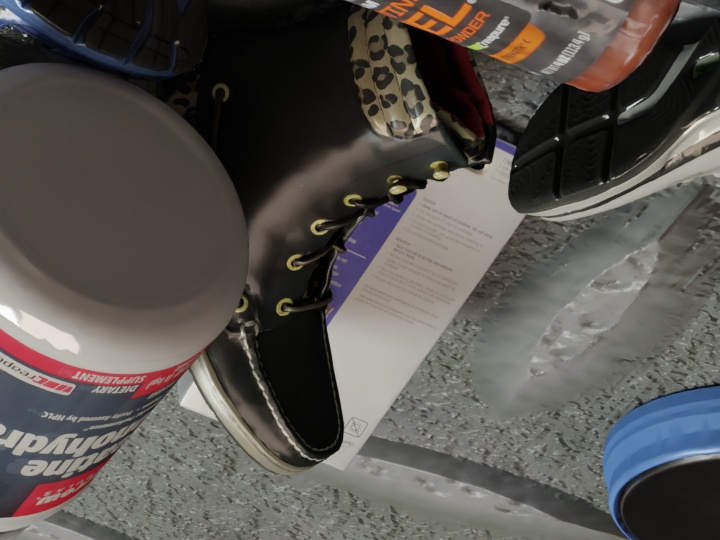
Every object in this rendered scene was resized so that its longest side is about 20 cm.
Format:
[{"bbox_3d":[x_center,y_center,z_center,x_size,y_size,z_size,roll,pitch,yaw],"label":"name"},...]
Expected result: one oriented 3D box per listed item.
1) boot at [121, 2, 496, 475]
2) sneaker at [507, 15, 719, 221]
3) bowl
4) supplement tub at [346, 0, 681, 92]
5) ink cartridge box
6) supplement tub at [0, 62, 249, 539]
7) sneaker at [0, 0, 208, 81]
[{"bbox_3d":[-0.011,-0.018,0.876,0.153,0.205,0.073,-15,-175,31],"label":"boot"},{"bbox_3d":[0.162,-0.049,0.849,0.115,0.076,0.200,33,141,-30],"label":"sneaker"},{"bbox_3d":[0.238,0.130,1.163,0.199,0.040,0.201,8,150,5],"label":"bowl"},{"bbox_3d":[0.017,-0.143,0.709,0.199,0.108,0.107,20,149,-13],"label":"supplement tub"},{"bbox_3d":[0.000,0.000,0.970,0.099,0.039,0.200,25,117,-22],"label":"ink cartridge box"},{"bbox_3d":[-0.147,0.022,0.849,0.140,0.141,0.200,23,136,-20],"label":"supplement tub"},{"bbox_3d":[-0.155,-0.132,0.833,0.199,0.076,0.078,25,160,-11],"label":"sneaker"}]
